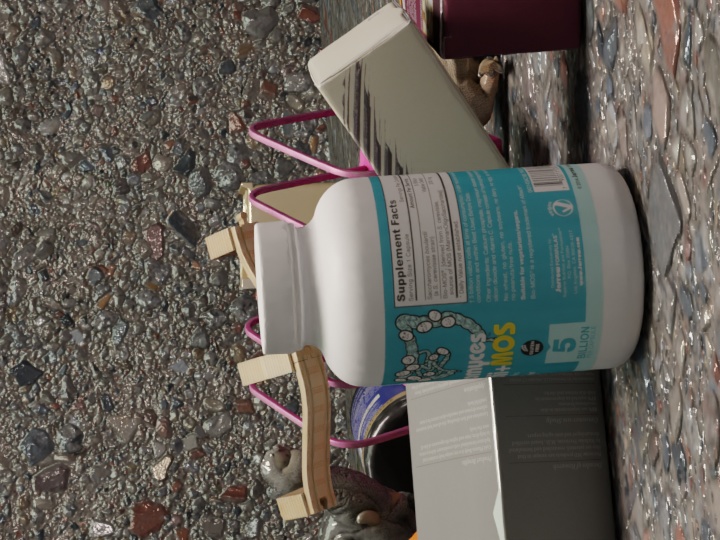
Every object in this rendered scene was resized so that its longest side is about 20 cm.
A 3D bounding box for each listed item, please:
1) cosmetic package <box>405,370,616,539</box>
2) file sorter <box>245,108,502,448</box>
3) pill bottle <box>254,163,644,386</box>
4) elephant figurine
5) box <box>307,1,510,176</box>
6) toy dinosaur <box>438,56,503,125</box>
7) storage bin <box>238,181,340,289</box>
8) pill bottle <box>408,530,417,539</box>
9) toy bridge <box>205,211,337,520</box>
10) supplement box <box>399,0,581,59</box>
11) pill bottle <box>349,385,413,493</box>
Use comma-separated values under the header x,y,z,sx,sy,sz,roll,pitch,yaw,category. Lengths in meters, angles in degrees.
x,y,z,sx,sy,sz,roll,pitch,yaw,category
0.090,0.151,1.017,0.107,0.089,0.202,-18,76,60,cosmetic package
0.000,0.000,1.165,0.139,0.125,0.202,27,122,48,file sorter
0.044,0.003,0.922,0.111,0.198,0.112,176,90,-86,pill bottle
0.032,0.201,1.221,0.142,0.198,0.157,108,158,-77,elephant figurine
0.052,-0.055,1.028,0.201,0.068,0.082,55,-175,-16,box
0.066,-0.139,1.299,0.136,0.085,0.202,79,-170,-70,toy dinosaur
-0.014,-0.033,1.595,0.199,0.198,0.095,-179,87,-85,storage bin
0.006,0.256,1.082,0.200,0.106,0.106,-50,-4,-11,pill bottle
-0.052,0.060,1.124,0.067,0.027,0.202,-18,86,53,toy bridge
0.075,-0.202,1.072,0.200,0.085,0.112,-109,16,-73,supplement box
0.048,0.136,1.502,0.200,0.111,0.113,-117,24,-77,pill bottle
